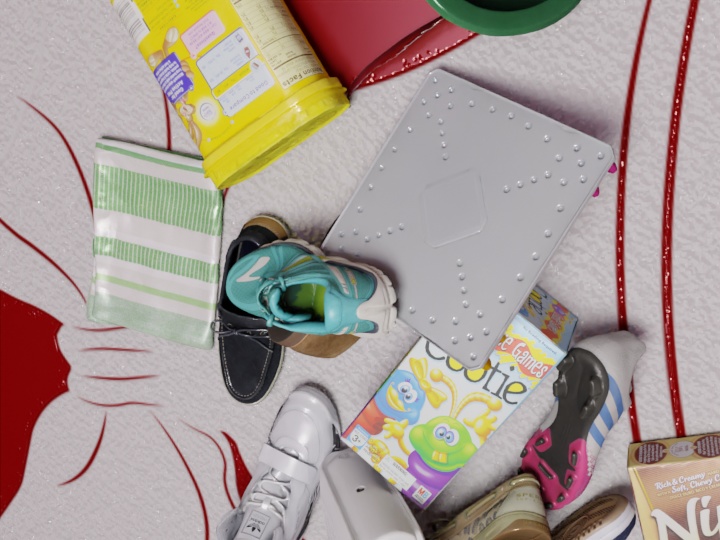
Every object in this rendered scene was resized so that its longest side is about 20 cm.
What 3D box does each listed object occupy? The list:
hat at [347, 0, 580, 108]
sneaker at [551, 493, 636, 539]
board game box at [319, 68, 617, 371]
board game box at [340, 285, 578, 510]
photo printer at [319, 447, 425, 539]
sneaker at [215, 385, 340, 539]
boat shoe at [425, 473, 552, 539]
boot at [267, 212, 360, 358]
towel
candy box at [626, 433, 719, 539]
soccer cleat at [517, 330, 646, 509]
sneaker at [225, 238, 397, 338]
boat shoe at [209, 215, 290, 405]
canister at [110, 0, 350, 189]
[{"bbox_3d":[0.079,-0.260,0.772,0.199,0.176,0.167,-16,93,-14],"label":"hat"},{"bbox_3d":[0.211,0.298,0.837,0.108,0.070,0.200,44,123,8],"label":"sneaker"},{"bbox_3d":[0.082,-0.047,0.743,0.200,0.026,0.201,35,94,38],"label":"board game box"},{"bbox_3d":[0.089,0.098,0.813,0.103,0.105,0.200,40,112,6],"label":"board game box"},{"bbox_3d":[0.015,0.270,0.841,0.069,0.200,0.167,-13,105,-11],"label":"photo printer"},{"bbox_3d":[-0.081,0.220,0.897,0.075,0.115,0.201,21,110,12],"label":"sneaker"},{"bbox_3d":[0.113,0.262,0.863,0.073,0.063,0.200,24,136,-21],"label":"boat shoe"},{"bbox_3d":[0.000,0.000,0.850,0.075,0.074,0.200,32,104,-36],"label":"boot"},{"bbox_3d":[-0.215,-0.027,0.930,0.152,0.023,0.201,13,107,15],"label":"towel"},{"bbox_3d":[0.344,0.201,0.778,0.199,0.055,0.116,-12,100,22],"label":"candy box"},{"bbox_3d":[0.204,0.138,0.805,0.070,0.086,0.201,45,140,36],"label":"soccer cleat"},{"bbox_3d":[-0.058,0.016,0.763,0.199,0.079,0.078,6,100,48],"label":"sneaker"},{"bbox_3d":[-0.112,0.045,0.892,0.074,0.062,0.201,15,110,13],"label":"boat shoe"},{"bbox_3d":[-0.121,-0.198,0.819,0.148,0.087,0.201,-31,91,24],"label":"canister"}]
